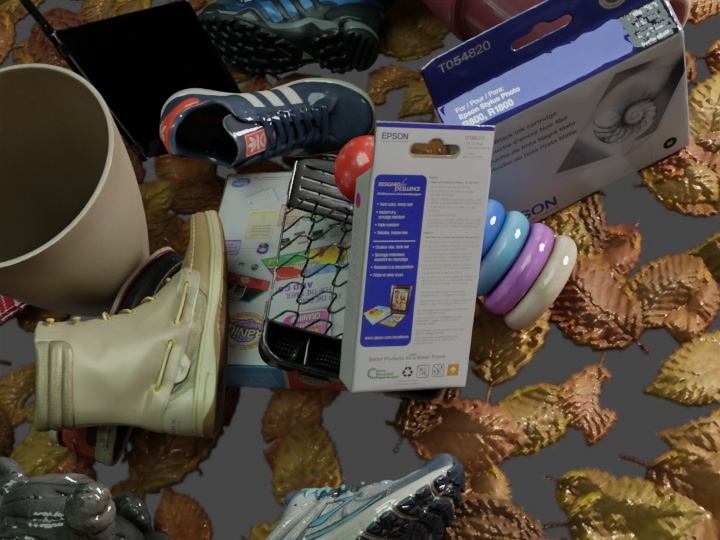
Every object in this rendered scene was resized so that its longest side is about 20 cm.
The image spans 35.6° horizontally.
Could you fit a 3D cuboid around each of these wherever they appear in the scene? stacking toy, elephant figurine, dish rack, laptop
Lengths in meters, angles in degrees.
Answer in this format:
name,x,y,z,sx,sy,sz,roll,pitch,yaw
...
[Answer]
name,x,y,z,sx,sy,sz,roll,pitch,yaw
stacking toy,0.068,-0.040,0.880,0.199,0.085,0.086,34,71,-4
elephant figurine,-0.229,0.196,0.828,0.155,0.200,0.142,-36,54,-4
dish rack,0.000,0.000,0.907,0.152,0.055,0.202,16,66,-17
laptop,-0.219,-0.209,1.091,0.116,0.188,0.200,-37,54,-6

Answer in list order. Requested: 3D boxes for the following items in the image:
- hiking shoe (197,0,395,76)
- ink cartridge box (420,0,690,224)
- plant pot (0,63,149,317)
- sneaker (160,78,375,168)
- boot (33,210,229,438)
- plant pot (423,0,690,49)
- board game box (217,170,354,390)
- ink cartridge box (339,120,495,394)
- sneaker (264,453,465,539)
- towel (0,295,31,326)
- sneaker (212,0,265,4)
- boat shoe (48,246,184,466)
name,x,y,z,sx,sy,sz,roll,pitch,yaw
hiking shoe,-0.067,-0.249,1.140,0.198,0.075,0.087,9,54,14
ink cartridge box,0.162,-0.128,0.888,0.198,0.200,0.041,-27,53,3
plant pot,-0.261,-0.043,0.970,0.185,0.200,0.189,-5,64,11
sneaker,-0.084,-0.126,1.018,0.198,0.076,0.085,-5,26,1
boot,-0.185,0.039,0.918,0.154,0.073,0.202,0,63,-2
plant pot,0.179,-0.247,0.976,0.199,0.200,0.179,-37,69,-5
board game box,-0.066,0.005,0.988,0.152,0.040,0.202,0,59,21
ink cartridge box,0.040,-0.010,0.818,0.094,0.202,0.037,-1,19,-20
sneaker,-0.016,0.186,0.834,0.199,0.078,0.087,-33,50,-2
towel,-0.327,-0.022,1.115,0.199,0.023,0.145,-32,52,-3
sneaker,-0.087,-0.322,1.176,0.199,0.085,0.075,-33,54,-2
boat shoe,-0.194,0.073,0.975,0.062,0.071,0.201,18,66,20
